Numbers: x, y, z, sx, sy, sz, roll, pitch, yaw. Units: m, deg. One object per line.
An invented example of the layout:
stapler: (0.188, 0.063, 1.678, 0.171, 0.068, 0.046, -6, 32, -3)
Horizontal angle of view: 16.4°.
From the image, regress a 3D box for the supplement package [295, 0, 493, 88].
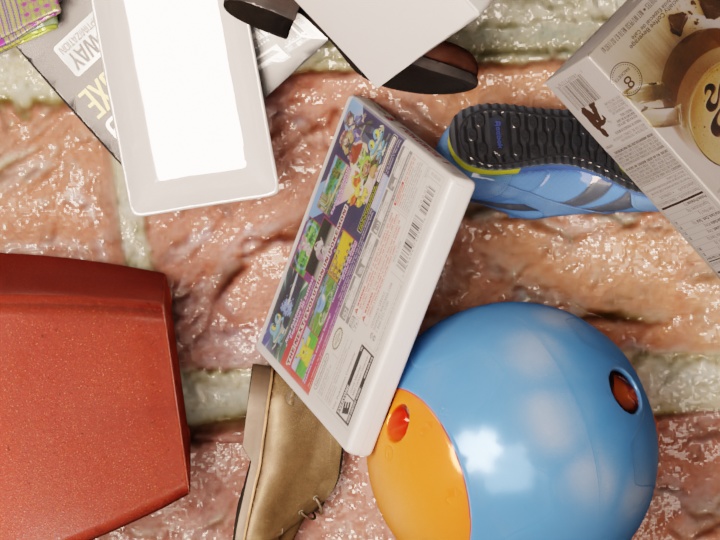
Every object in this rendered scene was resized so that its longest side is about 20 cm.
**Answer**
supplement package: (0.049, -0.253, 1.592, 0.152, 0.151, 0.200, 46, 62, -8)

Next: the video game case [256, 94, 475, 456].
video game case: (0.000, 0.000, 1.704, 0.023, 0.182, 0.201, 13, 105, -28)

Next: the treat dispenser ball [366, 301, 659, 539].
treat dispenser ball: (0.103, 0.122, 1.694, 0.200, 0.201, 0.202, 1, 101, 7)

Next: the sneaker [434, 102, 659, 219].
sneaker: (0.147, -0.068, 1.731, 0.199, 0.079, 0.066, 5, 60, -7)

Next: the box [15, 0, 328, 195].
box: (-0.123, -0.174, 1.743, 0.200, 0.050, 0.158, -40, 95, 12)

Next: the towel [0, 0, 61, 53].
towel: (-0.310, -0.194, 1.751, 0.199, 0.023, 0.144, -25, 71, 14)

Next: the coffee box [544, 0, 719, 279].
coffee box: (0.238, -0.096, 1.670, 0.200, 0.080, 0.113, 47, 70, -6)

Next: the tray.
tray: (-0.123, -0.143, 1.713, 0.107, 0.022, 0.201, -8, 101, 9)

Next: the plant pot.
plant pot: (-0.212, 0.089, 1.742, 0.175, 0.200, 0.201, -8, 100, -2)

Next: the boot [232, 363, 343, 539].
boot: (-0.054, 0.171, 1.796, 0.075, 0.074, 0.201, 7, 100, -4)

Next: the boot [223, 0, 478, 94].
boot: (0.020, -0.234, 1.695, 0.187, 0.068, 0.201, 21, 75, -3)
